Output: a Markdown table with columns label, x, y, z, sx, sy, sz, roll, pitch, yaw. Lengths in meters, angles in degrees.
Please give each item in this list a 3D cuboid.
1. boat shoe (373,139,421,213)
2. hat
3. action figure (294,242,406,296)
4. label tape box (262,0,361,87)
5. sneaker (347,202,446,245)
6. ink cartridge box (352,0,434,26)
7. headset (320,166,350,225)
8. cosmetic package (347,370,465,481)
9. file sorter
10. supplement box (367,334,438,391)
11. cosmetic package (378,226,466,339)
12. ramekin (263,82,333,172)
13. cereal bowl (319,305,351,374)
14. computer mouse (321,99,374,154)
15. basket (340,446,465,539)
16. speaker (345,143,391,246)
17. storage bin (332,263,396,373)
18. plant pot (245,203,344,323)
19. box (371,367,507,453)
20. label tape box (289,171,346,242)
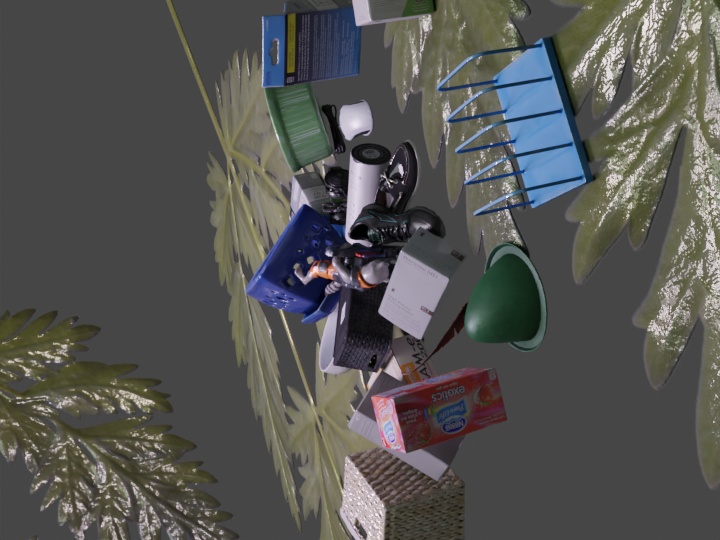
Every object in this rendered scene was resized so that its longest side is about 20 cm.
| label | x | y | z | sx | sy | sz | roll | pitch | yaw |
| --- | --- | --- | --- | --- | --- | --- | --- | --- | --- |
| boat shoe | 0.062 | -0.157 | 1.638 | 0.200 | 0.060 | 0.074 | 107 | 144 | -52 |
| hat | 0.168 | 0.072 | 1.353 | 0.166 | 0.176 | 0.201 | -150 | 50 | -61 |
| action figure | 0.000 | 0.000 | 1.650 | 0.193 | 0.199 | 0.105 | 3 | 94 | 57 |
| label tape box | -0.099 | -0.432 | 1.665 | 0.066 | 0.199 | 0.144 | -125 | 30 | -45 |
| sneaker | 0.064 | -0.070 | 1.596 | 0.200 | 0.079 | 0.076 | 8 | 127 | 42 |
| ink cartridge box | 0.040 | -0.502 | 1.412 | 0.067 | 0.117 | 0.201 | -159 | 58 | -67 |
| headset | -0.054 | -0.152 | 1.883 | 0.200 | 0.094 | 0.124 | -132 | 34 | -71 |
| cosmetic package | 0.091 | 0.288 | 1.643 | 0.200 | 0.107 | 0.090 | 33 | 145 | 7 |
| file sorter | 0.200 | -0.187 | 1.198 | 0.139 | 0.122 | 0.201 | 151 | 104 | -68 |
| supplement box | 0.087 | 0.232 | 1.788 | 0.200 | 0.073 | 0.126 | 111 | 141 | -55 |
| cosmetic package | 0.106 | 0.026 | 1.570 | 0.102 | 0.074 | 0.200 | 31 | 145 | 11 |
| ramekin | -0.127 | -0.318 | 1.879 | 0.200 | 0.097 | 0.201 | -17 | -90 | -86 |
| cereal bowl | -0.019 | 0.134 | 1.935 | 0.200 | 0.083 | 0.201 | -163 | 90 | -78 |
| computer mouse | -0.029 | -0.302 | 1.802 | 0.200 | 0.044 | 0.110 | 175 | 83 | -68 |
| basket | 0.087 | 0.461 | 1.769 | 0.198 | 0.199 | 0.161 | -139 | 46 | -55 |
| speaker | 0.013 | -0.144 | 1.740 | 0.081 | 0.081 | 0.200 | -126 | 31 | -44 |
| storage bin | 0.008 | 0.088 | 1.766 | 0.135 | 0.093 | 0.201 | 114 | 165 | -57 |
| plant pot | -0.117 | 0.001 | 1.928 | 0.180 | 0.200 | 0.200 | 34 | 161 | -8 |
| box | 0.133 | 0.233 | 1.504 | 0.103 | 0.199 | 0.095 | 168 | 89 | -68 |
| label tape box | -0.100 | -0.111 | 2.061 | 0.144 | 0.066 | 0.200 | 101 | 149 | -47 |
